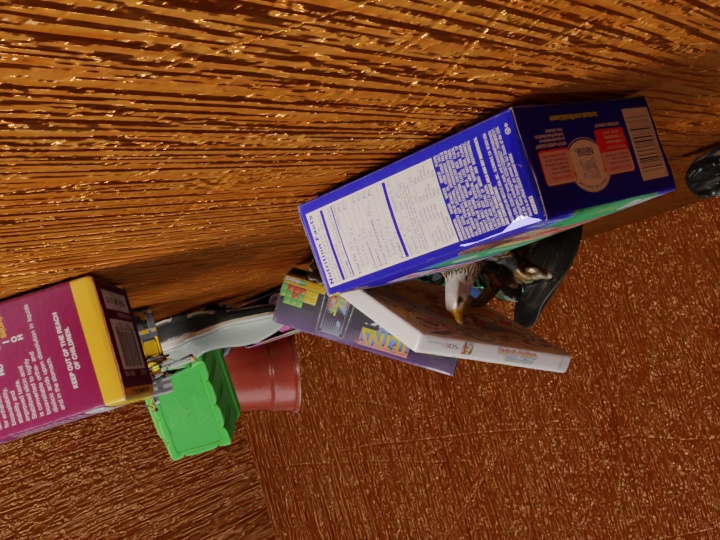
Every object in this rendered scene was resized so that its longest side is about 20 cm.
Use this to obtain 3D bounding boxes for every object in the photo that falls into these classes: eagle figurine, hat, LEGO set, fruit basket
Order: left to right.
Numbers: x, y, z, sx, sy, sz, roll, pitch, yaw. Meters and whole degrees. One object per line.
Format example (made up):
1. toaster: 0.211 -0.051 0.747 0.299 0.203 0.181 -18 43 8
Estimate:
1. LEGO set: -0.288 0.121 1.162 0.153 0.116 0.200 -15 175 -24
2. fruit basket: -0.278 0.158 1.482 0.155 0.217 0.216 -16 176 -5
3. eagle figurine: 0.073 -0.021 0.902 0.199 0.151 0.152 17 116 -24
4. hat: 0.230 -0.022 1.373 0.081 0.201 0.201 22 170 -6

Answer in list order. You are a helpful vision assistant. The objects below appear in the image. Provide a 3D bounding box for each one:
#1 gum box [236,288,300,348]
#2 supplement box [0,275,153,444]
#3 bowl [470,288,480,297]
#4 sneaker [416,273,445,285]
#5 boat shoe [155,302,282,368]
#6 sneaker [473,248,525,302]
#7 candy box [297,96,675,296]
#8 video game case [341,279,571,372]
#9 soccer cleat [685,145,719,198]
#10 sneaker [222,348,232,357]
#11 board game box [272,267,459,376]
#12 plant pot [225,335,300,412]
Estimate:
1. gum box: -0.081 0.052 1.432 0.113 0.066 0.200 -15 176 -41
2. supplement box: -0.284 0.084 0.792 0.199 0.104 0.131 -17 176 -5
3. bowl: 0.137 0.036 1.374 0.039 0.201 0.201 27 170 -5
4. sneaker: 0.098 -0.003 1.308 0.078 0.086 0.200 -18 177 11
5. boat shoe: -0.201 0.074 1.338 0.199 0.061 0.076 -15 148 1
6. sneaker: 0.141 0.004 1.139 0.088 0.077 0.200 -9 175 14
7. candy box: 0.086 -0.050 0.685 0.169 0.077 0.200 -13 176 -45
8. video game case: 0.080 0.045 0.976 0.181 0.023 0.200 11 -167 -31
9. soccer cleat: 0.500 -0.148 1.217 0.200 0.070 0.086 -18 -168 46
10. sneaker: -0.269 0.116 1.598 0.199 0.078 0.112 -12 -174 31
11. board game box: 0.008 0.054 1.087 0.199 0.057 0.165 17 -177 -1
12. plant pot: -0.228 0.181 1.838 0.194 0.202 0.201 -7 173 -15
